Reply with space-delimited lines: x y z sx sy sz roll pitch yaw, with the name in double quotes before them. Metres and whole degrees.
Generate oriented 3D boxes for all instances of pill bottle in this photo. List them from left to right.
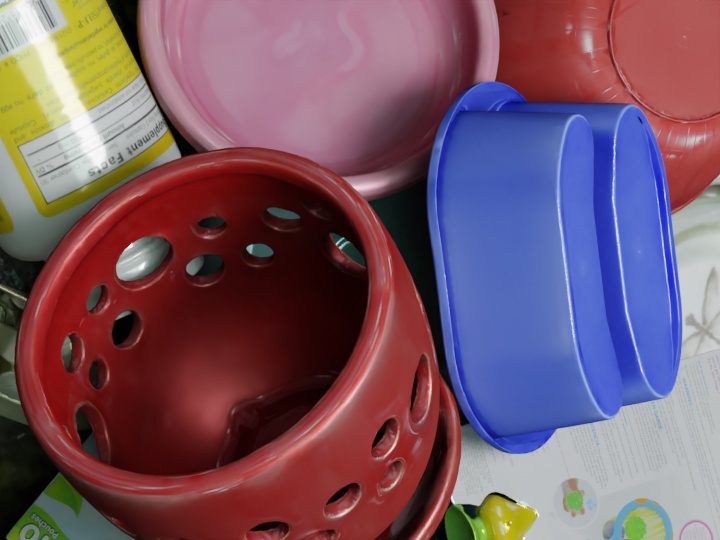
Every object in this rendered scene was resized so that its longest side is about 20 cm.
"pill bottle" -0.163 -0.074 1.534 0.111 0.111 0.201 -30 104 -18

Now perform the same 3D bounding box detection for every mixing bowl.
"mixing bowl" 0.160 -0.125 1.630 0.199 0.108 0.201 1 86 -22

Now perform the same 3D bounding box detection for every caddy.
"caddy" 0.095 -0.003 1.536 0.141 0.105 0.201 -13 98 -58

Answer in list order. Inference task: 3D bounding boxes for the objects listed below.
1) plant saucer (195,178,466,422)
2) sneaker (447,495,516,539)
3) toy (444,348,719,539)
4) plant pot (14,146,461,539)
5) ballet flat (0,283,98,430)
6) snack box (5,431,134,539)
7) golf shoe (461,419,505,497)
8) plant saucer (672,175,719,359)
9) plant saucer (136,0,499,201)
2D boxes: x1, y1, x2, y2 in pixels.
"plant saucer" 0.000 0.000 1.599 0.199 0.036 0.201 0 80 2
"sneaker" 0.121 0.195 1.676 0.200 0.091 0.078 31 62 -24
"toy" 0.134 0.123 1.620 0.199 0.047 0.116 -15 89 -29
"plant pot" -0.049 0.065 1.460 0.201 0.200 0.183 -51 144 -12
"ballet flat" -0.207 0.032 1.547 0.200 0.069 0.070 30 82 -21
"snack box" -0.074 0.160 1.580 0.200 0.053 0.142 39 79 4
"golf shoe" 0.080 0.076 1.674 0.200 0.077 0.088 37 57 -20
"plant saucer" 0.215 0.040 1.715 0.199 0.050 0.201 4 79 -19
"plant saucer" -0.025 -0.126 1.575 0.200 0.051 0.201 4 69 -12
